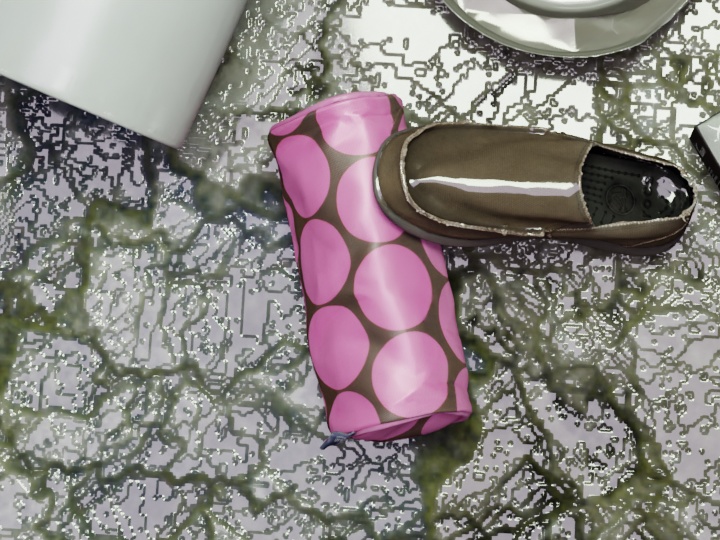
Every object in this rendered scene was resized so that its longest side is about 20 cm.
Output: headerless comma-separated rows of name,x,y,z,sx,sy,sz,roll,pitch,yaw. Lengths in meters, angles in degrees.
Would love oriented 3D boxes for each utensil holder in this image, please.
utensil holder,-0.135,-0.190,1.557,0.169,0.170,0.201,22,91,5

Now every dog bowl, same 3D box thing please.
dog bowl,0.124,-0.220,1.593,0.199,0.059,0.202,0,88,4

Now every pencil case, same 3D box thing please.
pencil case,0.000,0.000,1.581,0.093,0.090,0.201,-15,83,47

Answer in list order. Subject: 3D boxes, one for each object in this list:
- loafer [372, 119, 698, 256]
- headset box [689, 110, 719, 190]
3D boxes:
loafer,0.105,-0.054,1.549,0.199,0.071,0.074,3,76,-19
headset box,0.302,-0.031,1.562,0.148,0.077,0.201,-31,86,3
